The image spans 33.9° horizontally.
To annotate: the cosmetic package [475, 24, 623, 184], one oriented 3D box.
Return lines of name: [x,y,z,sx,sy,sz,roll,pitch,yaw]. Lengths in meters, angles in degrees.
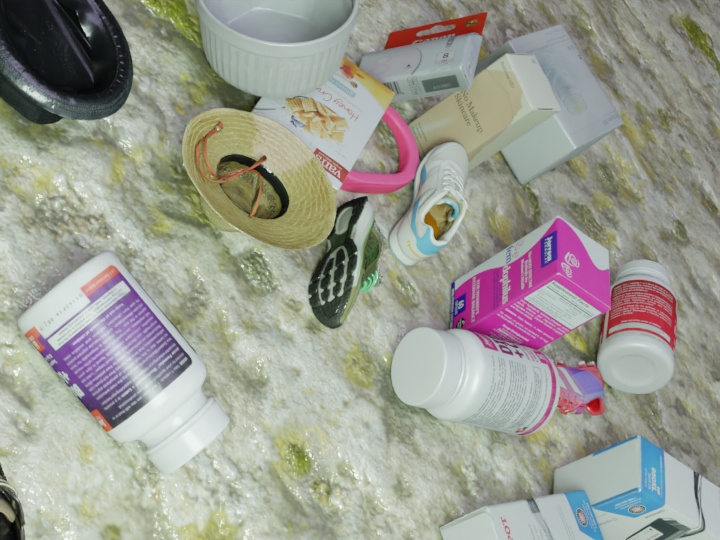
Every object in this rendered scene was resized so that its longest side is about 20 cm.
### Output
cosmetic package: [0.292,-0.270,1.894,0.199,0.123,0.200,-29,87,-51]

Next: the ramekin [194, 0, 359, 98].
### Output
ramekin: [-0.105,-0.304,1.458,0.200,0.105,0.200,4,50,-5]

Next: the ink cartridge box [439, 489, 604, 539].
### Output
ink cartridge box: [0.204,0.348,1.389,0.200,0.084,0.145,3,62,-45]

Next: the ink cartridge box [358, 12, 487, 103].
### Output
ink cartridge box: [0.088,-0.317,1.683,0.200,0.162,0.057,-76,150,-41]

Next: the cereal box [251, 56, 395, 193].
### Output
cereal box: [-0.054,-0.197,1.499,0.144,0.040,0.200,34,51,-8]

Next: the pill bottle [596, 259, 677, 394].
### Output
pill bottle: [0.421,0.080,1.786,0.112,0.112,0.200,40,41,-19]

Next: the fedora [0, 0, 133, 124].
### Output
fedora: [-0.334,-0.226,1.226,0.200,0.092,0.201,26,47,-32]

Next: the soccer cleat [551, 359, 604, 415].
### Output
soccer cleat: [0.271,0.165,1.610,0.200,0.067,0.077,3,66,-48]

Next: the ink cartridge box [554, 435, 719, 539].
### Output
ink cartridge box: [0.370,0.311,1.528,0.200,0.145,0.084,32,45,-26]

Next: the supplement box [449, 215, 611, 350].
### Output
supplement box: [0.218,0.033,1.535,0.103,0.200,0.101,32,43,-27]

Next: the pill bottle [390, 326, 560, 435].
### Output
pill bottle: [0.141,0.135,1.451,0.200,0.113,0.113,16,53,-39]

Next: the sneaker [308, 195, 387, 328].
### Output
sneaker: [0.000,0.000,1.439,0.089,0.077,0.200,43,41,-28]

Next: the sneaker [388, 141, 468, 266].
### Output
sneaker: [0.111,-0.095,1.580,0.076,0.081,0.200,38,55,-24]

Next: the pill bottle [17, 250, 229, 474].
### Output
pill bottle: [-0.217,0.090,1.109,0.200,0.111,0.111,51,38,-5]

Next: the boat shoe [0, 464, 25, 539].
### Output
boat shoe: [-0.306,0.198,0.967,0.074,0.073,0.200,-2,65,-47]

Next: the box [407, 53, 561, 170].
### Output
box: [0.172,-0.216,1.664,0.078,0.200,0.095,-9,70,-49]

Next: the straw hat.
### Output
straw hat: [-0.133,-0.086,1.344,0.201,0.085,0.201,24,46,-27]

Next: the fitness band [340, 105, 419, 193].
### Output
fitness band: [0.000,-0.172,1.585,0.200,0.037,0.144,-3,66,-46]
